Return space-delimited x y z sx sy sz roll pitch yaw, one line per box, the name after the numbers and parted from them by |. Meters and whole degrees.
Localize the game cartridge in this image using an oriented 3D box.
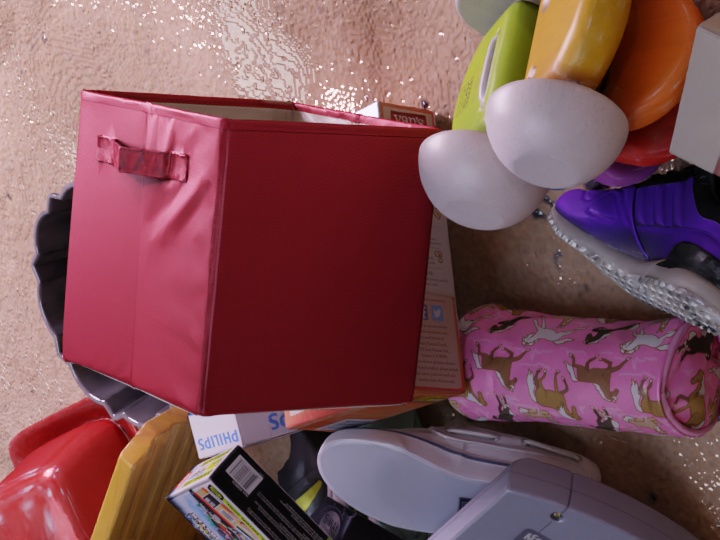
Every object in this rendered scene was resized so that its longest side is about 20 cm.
0.158 0.203 1.400 0.199 0.042 0.133 30 130 -14 | game cartridge

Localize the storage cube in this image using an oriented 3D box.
-0.074 -0.015 1.322 0.170 0.199 0.182 15 103 49 | storage cube

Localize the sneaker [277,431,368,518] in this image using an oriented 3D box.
-0.024 0.186 1.609 0.084 0.074 0.202 30 121 35 | sneaker

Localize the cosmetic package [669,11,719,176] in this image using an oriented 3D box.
0.285 -0.075 1.144 0.199 0.103 0.088 31 130 29 | cosmetic package

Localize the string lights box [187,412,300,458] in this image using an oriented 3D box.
-0.090 0.026 1.518 0.059 0.102 0.202 -17 86 46 | string lights box

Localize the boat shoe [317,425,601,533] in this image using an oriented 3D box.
0.071 0.143 1.445 0.198 0.066 0.074 15 124 7 | boat shoe

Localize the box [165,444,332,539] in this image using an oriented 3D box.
-0.045 0.214 1.481 0.200 0.035 0.110 46 155 -5 | box

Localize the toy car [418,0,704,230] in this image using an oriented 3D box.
0.134 -0.111 1.241 0.149 0.176 0.200 21 157 -19 | toy car

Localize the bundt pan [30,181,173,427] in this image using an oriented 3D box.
-0.171 0.016 1.630 0.201 0.075 0.204 24 125 39 | bundt pan

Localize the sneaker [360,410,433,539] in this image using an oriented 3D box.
0.053 0.159 1.508 0.118 0.074 0.202 18 134 43 | sneaker

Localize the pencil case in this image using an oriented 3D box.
0.146 0.064 1.357 0.199 0.086 0.084 0 78 44 | pencil case

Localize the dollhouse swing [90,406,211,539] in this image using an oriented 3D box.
-0.111 0.215 1.610 0.182 0.200 0.176 48 125 12 | dollhouse swing

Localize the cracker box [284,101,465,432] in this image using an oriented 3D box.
0.000 0.000 1.425 0.133 0.057 0.202 -21 70 47 | cracker box

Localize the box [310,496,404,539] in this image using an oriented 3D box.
0.042 0.273 1.538 0.159 0.044 0.201 25 150 34 | box

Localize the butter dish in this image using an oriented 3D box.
-0.254 0.233 1.784 0.199 0.147 0.201 -26 93 46 | butter dish

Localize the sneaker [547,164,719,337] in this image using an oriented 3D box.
0.198 -0.030 1.276 0.069 0.100 0.200 37 178 -31 | sneaker
